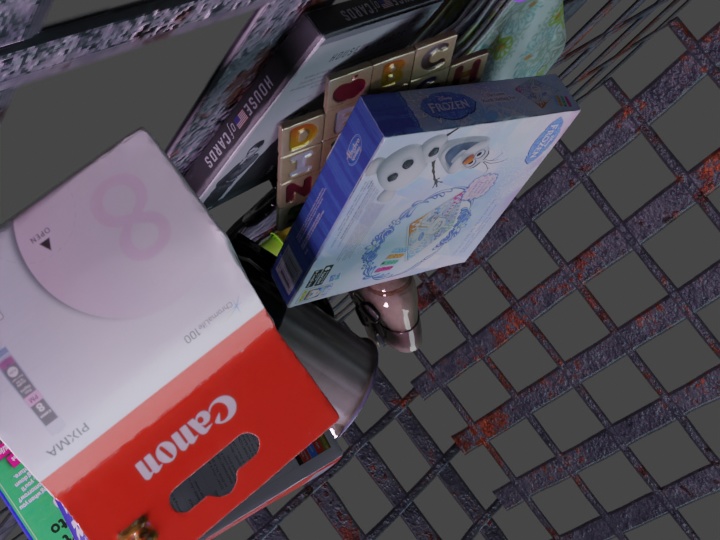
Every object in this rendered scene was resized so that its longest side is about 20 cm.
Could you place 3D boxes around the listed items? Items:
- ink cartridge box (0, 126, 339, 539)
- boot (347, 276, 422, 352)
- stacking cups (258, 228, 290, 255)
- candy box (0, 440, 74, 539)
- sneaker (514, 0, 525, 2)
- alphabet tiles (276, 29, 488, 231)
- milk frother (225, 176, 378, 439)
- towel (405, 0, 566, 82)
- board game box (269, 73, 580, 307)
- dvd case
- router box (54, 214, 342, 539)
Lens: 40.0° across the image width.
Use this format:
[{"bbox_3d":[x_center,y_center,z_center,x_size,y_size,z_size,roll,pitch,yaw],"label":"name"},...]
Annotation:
[{"bbox_3d":[-0.125,0.050,0.548,0.162,0.201,0.057,-37,178,-12],"label":"ink cartridge box"},{"bbox_3d":[0.000,0.000,0.995,0.069,0.149,0.200,-23,-161,-10],"label":"boot"},{"bbox_3d":[-0.127,0.017,1.095,0.199,0.061,0.061,-38,176,-15],"label":"stacking cups"},{"bbox_3d":[-0.211,0.141,0.740,0.077,0.201,0.169,-37,175,-4],"label":"candy box"},{"bbox_3d":[0.148,-0.239,0.681,0.199,0.084,0.081,-38,176,-28],"label":"sneaker"},{"bbox_3d":[0.013,-0.094,0.738,0.164,0.006,0.201,-22,156,-17],"label":"alphabet tiles"},{"bbox_3d":[-0.056,0.024,0.890,0.199,0.187,0.183,-32,-147,40],"label":"milk frother"},{"bbox_3d":[0.103,-0.169,0.813,0.171,0.048,0.200,-48,160,-2],"label":"towel"},{"bbox_3d":[0.047,-0.062,0.779,0.196,0.044,0.201,-13,151,-35],"label":"board game box"},{"bbox_3d":[-0.041,-0.120,0.700,0.150,0.025,0.200,-34,172,-49],"label":"dvd case"},{"bbox_3d":[-0.135,0.083,0.668,0.178,0.202,0.049,-24,168,-34],"label":"router box"}]
